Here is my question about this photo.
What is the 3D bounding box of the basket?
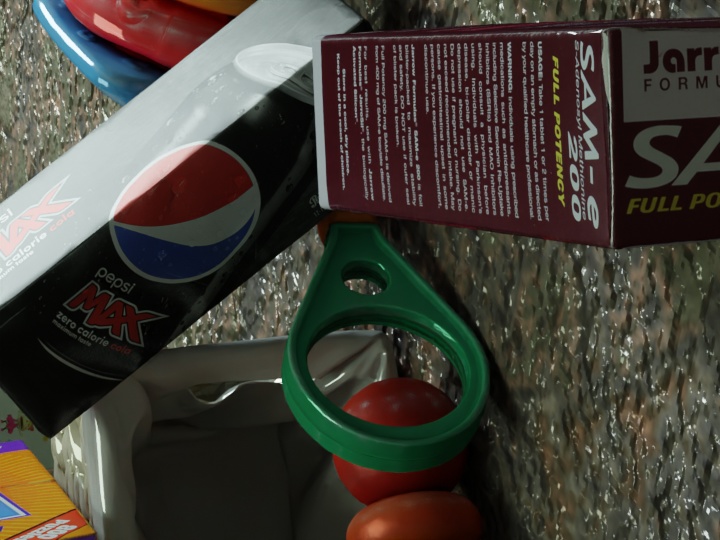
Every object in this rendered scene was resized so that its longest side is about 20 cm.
[{"bbox_3d":[-0.055,0.131,1.007,0.123,0.135,0.201,172,92,-71],"label":"basket"}]

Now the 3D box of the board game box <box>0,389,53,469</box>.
[{"bbox_3d":[-0.239,0.043,1.495,0.200,0.064,0.148,-173,78,-65],"label":"board game box"}]

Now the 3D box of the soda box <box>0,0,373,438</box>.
[{"bbox_3d":[-0.073,-0.028,0.933,0.063,0.200,0.071,53,175,-35],"label":"soda box"}]

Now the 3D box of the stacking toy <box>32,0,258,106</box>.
[{"bbox_3d":[-0.058,-0.170,1.006,0.110,0.116,0.201,48,127,49],"label":"stacking toy"}]

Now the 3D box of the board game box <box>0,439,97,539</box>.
[{"bbox_3d":[-0.213,0.198,0.981,0.200,0.199,0.201,-159,63,-72],"label":"board game box"}]

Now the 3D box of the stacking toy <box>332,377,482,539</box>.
[{"bbox_3d":[0.025,0.136,0.894,0.085,0.085,0.201,131,133,-59],"label":"stacking toy"}]

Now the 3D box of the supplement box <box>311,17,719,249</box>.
[{"bbox_3d":[0.072,-0.045,0.703,0.200,0.108,0.061,-170,76,-67],"label":"supplement box"}]

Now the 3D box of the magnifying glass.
[{"bbox_3d":[0.000,0.000,0.937,0.201,0.079,0.022,-105,20,-46],"label":"magnifying glass"}]
